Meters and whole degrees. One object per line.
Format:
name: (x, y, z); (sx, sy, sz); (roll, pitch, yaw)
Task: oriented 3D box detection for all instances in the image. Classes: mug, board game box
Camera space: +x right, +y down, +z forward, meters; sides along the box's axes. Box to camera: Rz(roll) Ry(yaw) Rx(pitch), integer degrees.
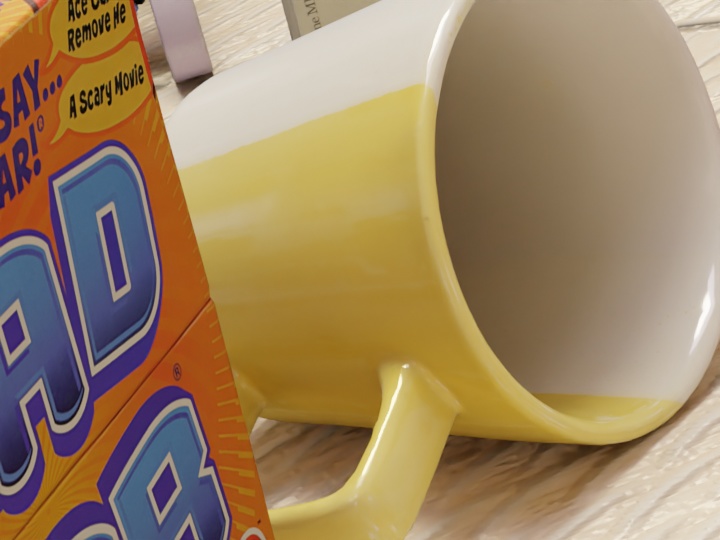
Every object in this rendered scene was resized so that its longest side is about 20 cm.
mug: (0.001, -0.010, 0.875); (0.153, 0.150, 0.186); (-9, 13, 41)
board game box: (-0.161, 0.055, 0.695); (0.199, 0.201, 0.200); (-2, 26, 24)

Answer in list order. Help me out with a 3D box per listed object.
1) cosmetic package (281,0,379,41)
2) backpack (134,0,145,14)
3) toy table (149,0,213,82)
cosmetic package: (0.056, -0.163, 1.291); (0.199, 0.104, 0.073); (-18, 20, -4)
backpack: (-0.193, -0.093, 1.188); (0.190, 0.155, 0.200); (3, 17, -28)
toy table: (-0.149, -0.163, 1.361); (0.117, 0.184, 0.201); (-18, 49, -3)
